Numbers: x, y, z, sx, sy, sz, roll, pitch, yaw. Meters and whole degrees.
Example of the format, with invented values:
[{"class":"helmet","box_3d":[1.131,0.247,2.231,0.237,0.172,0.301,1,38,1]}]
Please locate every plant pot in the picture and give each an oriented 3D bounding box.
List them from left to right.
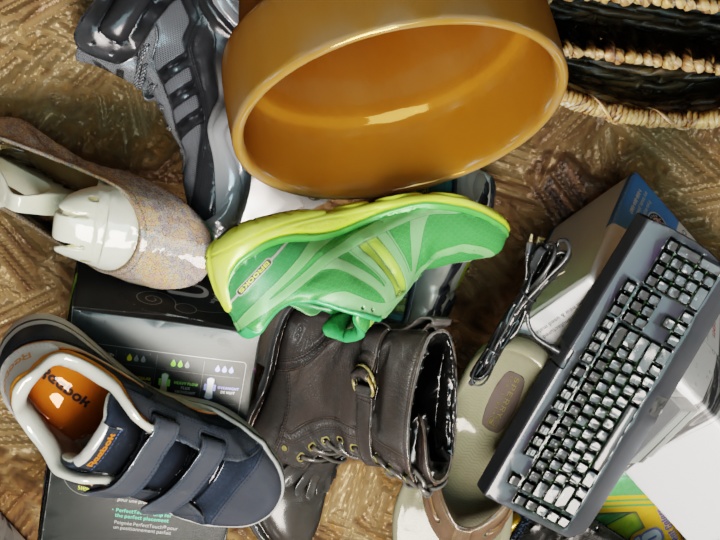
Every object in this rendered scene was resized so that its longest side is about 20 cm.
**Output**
[{"class":"plant pot","box_3d":[0.007,-0.170,1.188,0.198,0.185,0.201,-10,156,-5]}]

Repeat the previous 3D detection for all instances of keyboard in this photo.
[{"class":"keyboard","box_3d":[0.131,0.056,1.217,0.126,0.021,0.201,28,101,-7]}]

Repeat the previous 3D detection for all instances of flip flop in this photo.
[{"class":"flip flop","box_3d":[0.072,0.134,1.269,0.081,0.058,0.201,23,115,2]}]

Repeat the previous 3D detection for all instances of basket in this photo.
[{"class":"basket","box_3d":[0.193,-0.154,1.252,0.198,0.149,0.144,6,110,-10]}]

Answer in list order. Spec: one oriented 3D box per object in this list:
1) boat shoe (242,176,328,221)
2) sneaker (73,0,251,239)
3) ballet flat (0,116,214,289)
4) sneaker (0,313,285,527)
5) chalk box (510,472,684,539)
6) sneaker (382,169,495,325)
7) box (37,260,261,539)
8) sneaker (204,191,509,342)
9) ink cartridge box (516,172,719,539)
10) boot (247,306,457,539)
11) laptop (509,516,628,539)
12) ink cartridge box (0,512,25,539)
[{"class":"boat shoe","box_3d":[-0.024,-0.081,1.296,0.199,0.069,0.071,-37,111,8]},{"class":"sneaker","box_3d":[-0.123,-0.113,1.257,0.113,0.075,0.202,2,87,1]},{"class":"ballet flat","box_3d":[-0.181,-0.037,1.239,0.199,0.067,0.069,24,109,29]},{"class":"sneaker","box_3d":[-0.132,0.106,1.191,0.199,0.080,0.079,31,104,-16]},{"class":"chalk box","box_3d":[0.119,0.198,1.390,0.199,0.124,0.125,-30,111,5]},{"class":"sneaker","box_3d":[0.025,0.006,1.346,0.079,0.077,0.201,28,111,13]},{"class":"box","box_3d":[-0.139,0.095,1.308,0.123,0.149,0.202,7,110,-8]},{"class":"sneaker","box_3d":[0.000,0.000,1.225,0.198,0.074,0.084,-11,86,-24]},{"class":"ink cartridge box","box_3d":[0.201,0.059,1.311,0.084,0.145,0.200,-36,103,34]},{"class":"boot","box_3d":[-0.006,0.110,1.286,0.069,0.174,0.202,-6,107,-36]},{"class":"laptop","box_3d":[0.175,0.260,1.348,0.199,0.103,0.178,31,106,11]},{"class":"ink cartridge box","box_3d":[-0.278,0.210,1.337,0.085,0.146,0.200,-37,110,7]}]
